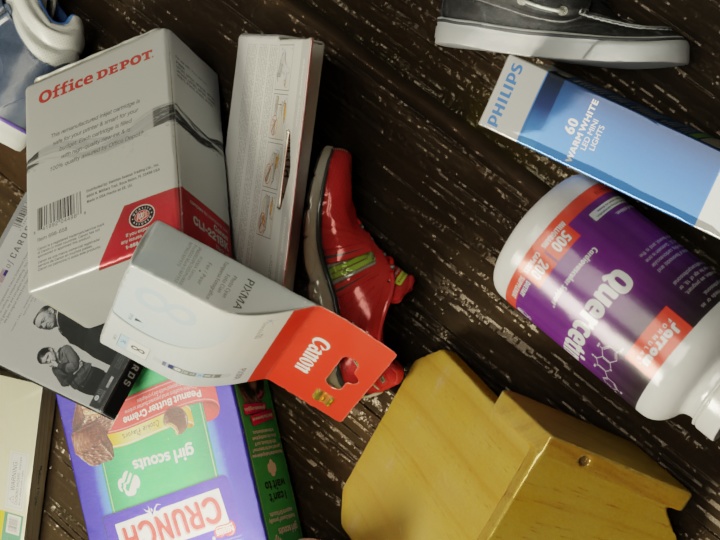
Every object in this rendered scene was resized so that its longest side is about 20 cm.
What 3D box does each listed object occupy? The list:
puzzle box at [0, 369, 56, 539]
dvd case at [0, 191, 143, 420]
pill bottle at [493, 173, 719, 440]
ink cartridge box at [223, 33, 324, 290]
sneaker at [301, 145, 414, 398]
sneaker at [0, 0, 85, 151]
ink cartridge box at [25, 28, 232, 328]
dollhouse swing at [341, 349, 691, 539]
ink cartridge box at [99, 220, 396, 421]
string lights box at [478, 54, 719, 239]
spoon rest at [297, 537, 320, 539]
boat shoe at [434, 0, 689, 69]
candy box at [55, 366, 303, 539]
[{"bbox_3d":[-0.343,0.185,1.516,0.133,0.025,0.200,11,96,23],"label":"puzzle box"},{"bbox_3d":[-0.243,0.024,1.416,0.200,0.025,0.151,20,77,36],"label":"dvd case"},{"bbox_3d":[0.200,0.029,1.223,0.200,0.112,0.113,41,106,18],"label":"pill bottle"},{"bbox_3d":[-0.061,-0.081,1.316,0.176,0.045,0.200,-160,77,-66],"label":"ink cartridge box"},{"bbox_3d":[0.000,0.000,1.345,0.085,0.077,0.200,-5,92,4],"label":"sneaker"},{"bbox_3d":[-0.325,-0.208,1.475,0.200,0.081,0.147,34,95,24],"label":"sneaker"},{"bbox_3d":[-0.188,-0.075,1.367,0.144,0.084,0.200,-19,60,21],"label":"ink cartridge box"},{"bbox_3d":[0.109,0.187,1.311,0.181,0.176,0.200,23,104,-21],"label":"dollhouse swing"},{"bbox_3d":[-0.089,0.056,1.264,0.200,0.160,0.047,30,62,-3],"label":"ink cartridge box"},{"bbox_3d":[0.197,-0.089,1.226,0.200,0.103,0.059,28,102,21],"label":"string lights box"},{"bbox_3d":[-0.023,0.305,1.369,0.099,0.061,0.200,6,107,25],"label":"spoon rest"},{"bbox_3d":[0.151,-0.190,1.266,0.200,0.072,0.068,12,98,30],"label":"boat shoe"},{"bbox_3d":[-0.150,0.157,1.401,0.169,0.077,0.200,-17,85,24],"label":"candy box"}]
